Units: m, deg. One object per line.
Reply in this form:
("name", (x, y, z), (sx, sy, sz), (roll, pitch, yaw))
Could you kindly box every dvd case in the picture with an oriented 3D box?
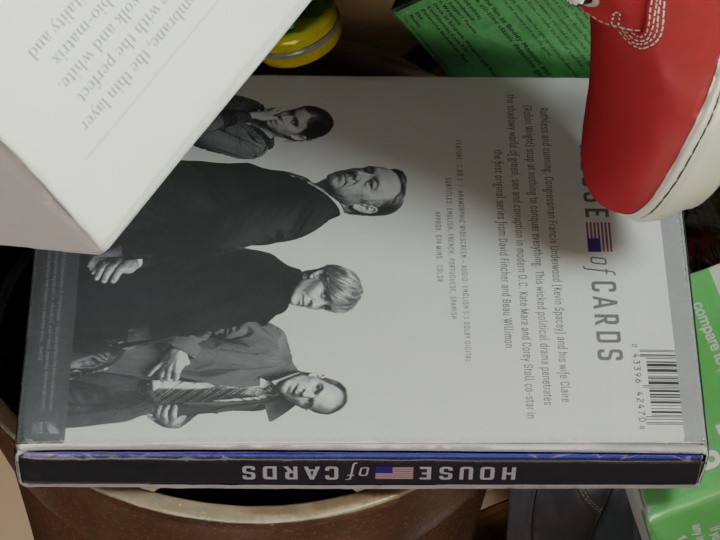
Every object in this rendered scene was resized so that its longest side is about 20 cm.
("dvd case", (0.000, 0.000, 0.775), (0.200, 0.150, 0.025), (1, 141, -1))

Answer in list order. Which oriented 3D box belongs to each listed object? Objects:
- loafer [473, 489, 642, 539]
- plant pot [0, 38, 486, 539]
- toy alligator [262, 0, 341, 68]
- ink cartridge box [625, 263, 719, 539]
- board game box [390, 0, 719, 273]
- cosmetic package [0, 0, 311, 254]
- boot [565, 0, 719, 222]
("loafer", (0.072, 0.111, 0.974), (0.072, 0.073, 0.200), (21, 122, 6))
("plant pot", (-0.038, 0.056, 0.871), (0.200, 0.200, 0.198), (10, 141, 4))
("toy alligator", (-0.020, -0.105, 0.815), (0.200, 0.054, 0.059), (-10, 130, 13))
("ink cartridge box", (0.184, 0.049, 0.822), (0.200, 0.084, 0.146), (-20, 143, 3))
("board game box", (0.111, -0.041, 0.852), (0.105, 0.023, 0.200), (-19, 125, 38))
("cosmetic package", (-0.099, -0.144, 0.683), (0.200, 0.199, 0.123), (47, 158, -24))
("boot", (0.048, -0.100, 0.689), (0.144, 0.072, 0.200), (-5, 126, -18))
